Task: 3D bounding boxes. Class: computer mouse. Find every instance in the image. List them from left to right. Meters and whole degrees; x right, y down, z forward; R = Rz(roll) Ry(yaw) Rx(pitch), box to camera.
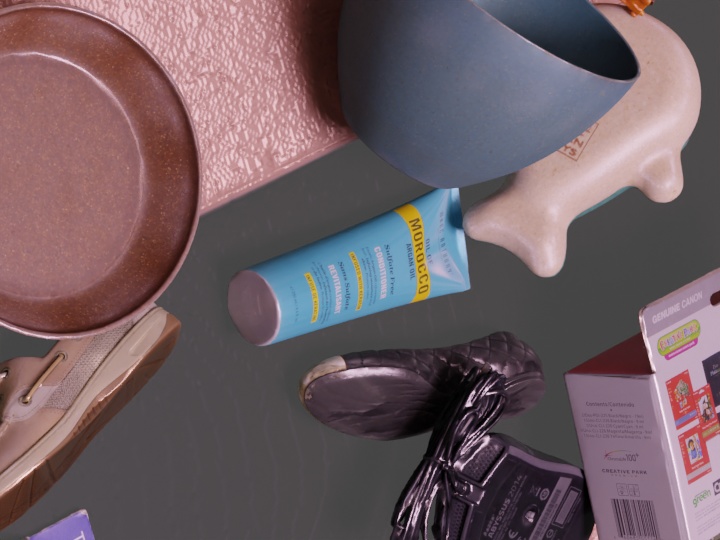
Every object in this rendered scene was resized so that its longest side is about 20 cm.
[{"bbox_3d":[0.092,0.149,1.770,0.200,0.053,0.139,33,85,-48],"label":"computer mouse"}]

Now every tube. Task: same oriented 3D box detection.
[{"bbox_3d":[0.000,0.000,1.706,0.200,0.050,0.078,-20,113,-42],"label":"tube"}]

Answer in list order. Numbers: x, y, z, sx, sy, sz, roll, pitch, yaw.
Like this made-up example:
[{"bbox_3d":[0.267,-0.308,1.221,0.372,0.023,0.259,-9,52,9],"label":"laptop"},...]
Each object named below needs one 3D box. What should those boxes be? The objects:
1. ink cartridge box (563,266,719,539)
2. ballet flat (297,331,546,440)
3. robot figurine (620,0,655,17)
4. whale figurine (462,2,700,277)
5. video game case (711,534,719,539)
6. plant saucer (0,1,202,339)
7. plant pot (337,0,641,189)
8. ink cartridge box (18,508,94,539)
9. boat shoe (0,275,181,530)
[{"bbox_3d":[0.242,0.081,1.825,0.200,0.084,0.176,-23,105,-44],"label":"ink cartridge box"},{"bbox_3d":[0.038,0.076,1.747,0.200,0.057,0.067,-1,128,-36],"label":"ballet flat"},{"bbox_3d":[0.199,-0.276,1.794,0.145,0.058,0.200,35,55,-7],"label":"robot figurine"},{"bbox_3d":[0.151,-0.085,1.779,0.200,0.159,0.104,-59,167,-12],"label":"whale figurine"},{"bbox_3d":[0.306,0.145,1.970,0.181,0.036,0.201,21,80,-37],"label":"video game case"},{"bbox_3d":[-0.188,-0.058,1.534,0.200,0.037,0.201,3,85,-34],"label":"plant saucer"},{"bbox_3d":[0.062,-0.133,1.669,0.200,0.200,0.135,18,116,-39],"label":"plant pot"},{"bbox_3d":[-0.210,0.274,1.555,0.200,0.043,0.197,-27,110,-33],"label":"ink cartridge box"},{"bbox_3d":[-0.193,0.083,1.544,0.065,0.072,0.200,39,64,8],"label":"boat shoe"}]
